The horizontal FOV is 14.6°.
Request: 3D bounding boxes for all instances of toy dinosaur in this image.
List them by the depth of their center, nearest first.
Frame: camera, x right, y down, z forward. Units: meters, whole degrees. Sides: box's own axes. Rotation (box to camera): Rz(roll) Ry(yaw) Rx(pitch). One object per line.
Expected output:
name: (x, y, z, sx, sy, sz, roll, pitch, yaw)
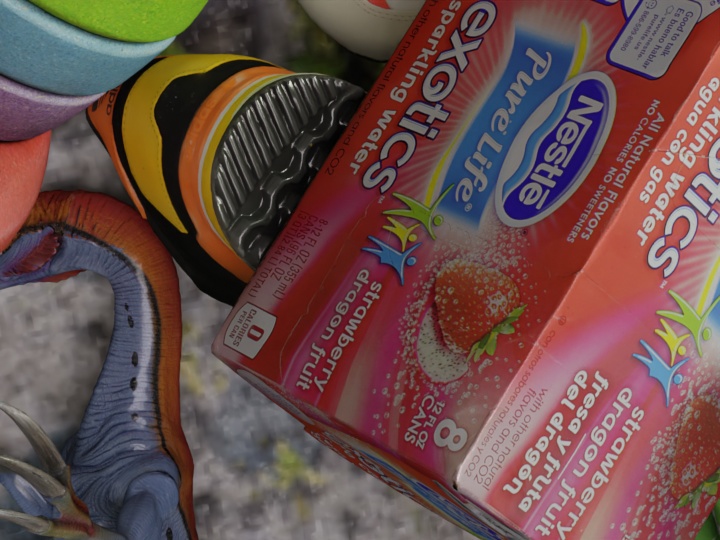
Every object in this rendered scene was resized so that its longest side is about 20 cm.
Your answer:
toy dinosaur: (-0.077, 0.074, 0.822, 0.200, 0.105, 0.182, 22, 86, -53)

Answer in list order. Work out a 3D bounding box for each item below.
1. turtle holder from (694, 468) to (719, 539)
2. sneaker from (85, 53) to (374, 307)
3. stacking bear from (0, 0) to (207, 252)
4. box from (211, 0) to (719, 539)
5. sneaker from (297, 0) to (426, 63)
turtle holder: (0.128, 0.093, 0.795, 0.141, 0.132, 0.186, -3, 67, -28)
sneaker: (0.000, 0.000, 0.805, 0.070, 0.090, 0.200, -55, 134, -10)
stacking bear: (-0.067, -0.113, 0.702, 0.121, 0.114, 0.200, 46, 116, -2)
box: (0.067, -0.027, 0.720, 0.095, 0.100, 0.200, 38, 81, -43)
sneaker: (0.005, -0.150, 0.749, 0.070, 0.093, 0.201, -4, 105, -10)
